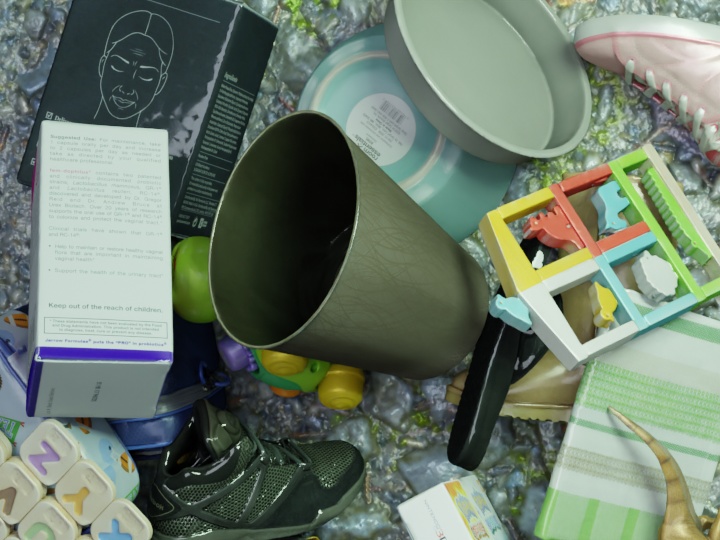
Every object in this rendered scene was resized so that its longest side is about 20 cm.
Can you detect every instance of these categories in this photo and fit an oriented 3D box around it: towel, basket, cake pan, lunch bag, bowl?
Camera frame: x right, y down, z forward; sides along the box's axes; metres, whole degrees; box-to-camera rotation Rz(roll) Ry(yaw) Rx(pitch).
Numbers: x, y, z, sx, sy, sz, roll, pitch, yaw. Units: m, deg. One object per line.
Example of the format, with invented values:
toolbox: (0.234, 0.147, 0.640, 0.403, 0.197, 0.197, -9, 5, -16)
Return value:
towel: (0.220, 0.124, 1.330, 0.148, 0.031, 0.202, 17, 92, -26)
basket: (0.000, 0.000, 1.291, 0.135, 0.200, 0.182, -5, 69, 36)
cake pan: (0.097, -0.167, 1.345, 0.037, 0.200, 0.201, -38, 77, 42)
lunch bag: (-0.278, 0.145, 1.343, 0.160, 0.076, 0.201, -32, 92, 24)
lunch bag: (-0.203, 0.091, 1.418, 0.198, 0.136, 0.133, -5, 99, 19)
bowl: (0.025, -0.115, 1.392, 0.199, 0.105, 0.203, -1, 86, 14)

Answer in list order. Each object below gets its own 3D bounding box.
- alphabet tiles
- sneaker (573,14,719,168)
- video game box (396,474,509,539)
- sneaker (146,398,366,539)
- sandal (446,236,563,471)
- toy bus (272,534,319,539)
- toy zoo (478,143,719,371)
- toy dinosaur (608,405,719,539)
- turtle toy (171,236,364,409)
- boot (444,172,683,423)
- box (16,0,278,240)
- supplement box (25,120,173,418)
alphabet tiles: (-0.250, 0.211, 1.303, 0.200, 0.015, 0.196, 47, 120, 2)
sneaker: (0.260, -0.139, 1.348, 0.199, 0.075, 0.106, 10, 84, 10)
video game box: (0.101, 0.248, 1.305, 0.047, 0.200, 0.183, -31, 81, 7)
sneaker: (-0.077, 0.154, 1.360, 0.076, 0.198, 0.115, 42, 135, 47)
sandal: (0.120, 0.060, 1.317, 0.048, 0.075, 0.202, 19, 90, -10)
toy bus: (-0.140, 0.284, 1.365, 0.190, 0.200, 0.137, 5, 99, 20)
toy zoo: (0.176, -0.008, 1.278, 0.199, 0.020, 0.132, -22, 73, -29)
toy dinosaur: (0.249, 0.201, 1.308, 0.105, 0.060, 0.202, -6, 103, -22)
turtle toy: (-0.074, 0.029, 1.376, 0.101, 0.200, 0.147, -17, 56, 32)
boot: (0.163, 0.021, 1.373, 0.174, 0.066, 0.202, 6, 89, 2)
box: (-0.179, -0.143, 1.444, 0.147, 0.107, 0.201, 19, 93, 14)
supplement box: (-0.198, 0.000, 1.285, 0.102, 0.101, 0.201, 2, 62, -14)
